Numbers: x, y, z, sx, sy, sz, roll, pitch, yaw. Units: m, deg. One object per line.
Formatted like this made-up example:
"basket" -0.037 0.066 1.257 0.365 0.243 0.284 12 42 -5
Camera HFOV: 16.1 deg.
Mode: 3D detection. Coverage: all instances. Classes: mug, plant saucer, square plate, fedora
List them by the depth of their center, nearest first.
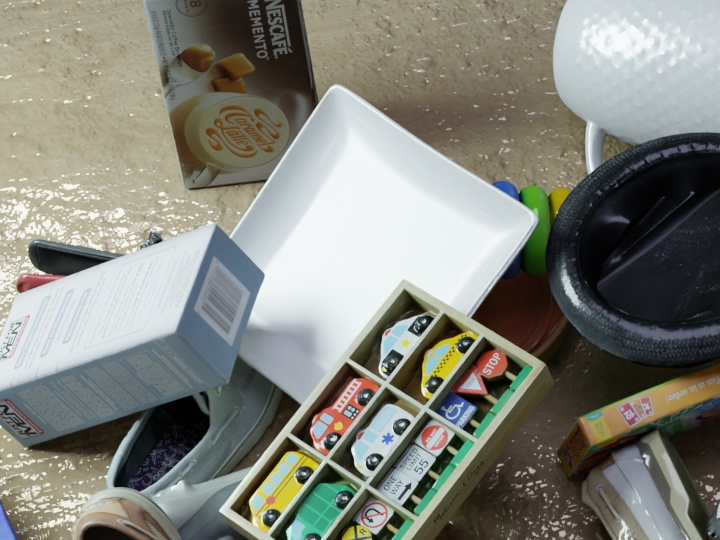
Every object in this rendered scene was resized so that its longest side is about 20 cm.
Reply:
"fedora" 0.225 0.001 1.725 0.199 0.092 0.201 -3 55 5
"square plate" 0.000 0.000 1.745 0.200 0.028 0.199 35 92 31
"plant saucer" 0.059 0.017 1.834 0.199 0.032 0.201 -4 48 5
"mug" 0.233 -0.132 1.883 0.175 0.148 0.201 9 80 26

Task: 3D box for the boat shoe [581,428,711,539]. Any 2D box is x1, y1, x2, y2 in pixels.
"boat shoe" 0.203 0.201 1.634 0.068 0.075 0.201 -29 52 12

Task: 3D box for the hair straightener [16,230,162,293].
"hair straightener" -0.150 -0.006 1.875 0.199 0.041 0.077 1 49 9

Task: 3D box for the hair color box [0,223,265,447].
"hair color box" -0.168 0.047 1.756 0.199 0.061 0.099 -18 39 36

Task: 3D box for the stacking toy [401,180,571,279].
"stacking toy" 0.127 -0.031 1.799 0.199 0.086 0.086 -3 48 -2

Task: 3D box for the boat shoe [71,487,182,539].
"boat shoe" -0.111 0.224 1.600 0.200 0.072 0.076 43 98 2

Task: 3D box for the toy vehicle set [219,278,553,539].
"toy vehicle set" 0.017 0.113 1.637 0.124 0.027 0.200 29 72 30

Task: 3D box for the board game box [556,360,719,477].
"board game box" 0.232 0.084 1.710 0.199 0.096 0.030 -23 76 -11

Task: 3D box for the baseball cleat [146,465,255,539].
"baseball cleat" -0.065 0.175 1.698 0.199 0.070 0.107 -14 83 -24

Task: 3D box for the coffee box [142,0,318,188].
"coffee box" -0.093 -0.162 1.898 0.114 0.200 0.080 -7 48 1

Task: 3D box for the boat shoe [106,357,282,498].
"boat shoe" -0.112 0.101 1.755 0.070 0.072 0.201 17 53 21

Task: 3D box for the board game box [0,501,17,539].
"board game box" -0.313 0.223 1.664 0.199 0.041 0.200 -23 65 -13

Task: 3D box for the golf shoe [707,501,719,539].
"golf shoe" 0.309 0.124 1.642 0.199 0.095 0.078 -24 56 -29
